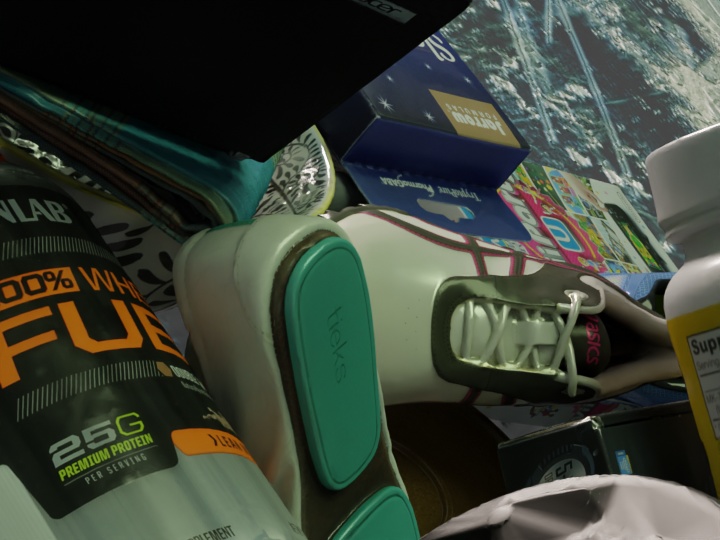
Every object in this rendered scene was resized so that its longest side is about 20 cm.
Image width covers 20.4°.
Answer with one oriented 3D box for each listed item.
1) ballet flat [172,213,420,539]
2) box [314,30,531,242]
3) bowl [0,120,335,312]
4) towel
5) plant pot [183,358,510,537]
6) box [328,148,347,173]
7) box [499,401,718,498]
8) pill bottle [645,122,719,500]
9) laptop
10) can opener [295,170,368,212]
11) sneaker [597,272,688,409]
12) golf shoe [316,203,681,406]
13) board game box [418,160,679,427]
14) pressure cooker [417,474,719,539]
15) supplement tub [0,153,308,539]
[{"bbox_3d":[-0.021,0.072,0.655,0.070,0.069,0.202,-90,172,-65],"label":"ballet flat"},{"bbox_3d":[0.000,-0.097,0.888,0.121,0.032,0.201,6,43,-53],"label":"box"},{"bbox_3d":[-0.117,-0.041,0.776,0.199,0.095,0.201,25,25,-12],"label":"bowl"},{"bbox_3d":[-0.091,-0.077,0.726,0.146,0.022,0.200,31,19,-5],"label":"towel"},{"bbox_3d":[0.002,0.090,0.769,0.199,0.028,0.201,20,33,-14],"label":"plant pot"},{"bbox_3d":[-0.073,-0.109,0.961,0.112,0.101,0.201,20,31,-40],"label":"box"},{"bbox_3d":[0.130,0.153,0.769,0.160,0.043,0.202,2,72,-59],"label":"box"},{"bbox_3d":[0.178,0.041,0.740,0.114,0.114,0.202,-5,78,-58],"label":"pill bottle"},{"bbox_3d":[-0.090,-0.114,0.630,0.176,0.104,0.200,21,22,-28],"label":"laptop"},{"bbox_3d":[0.000,0.000,0.897,0.053,0.066,0.200,49,8,12],"label":"can opener"},{"bbox_3d":[0.163,0.041,0.964,0.199,0.089,0.079,8,83,-48],"label":"sneaker"},{"bbox_3d":[0.046,0.017,0.764,0.088,0.078,0.199,5,2,40],"label":"golf shoe"},{"bbox_3d":[0.101,0.012,1.066,0.199,0.064,0.148,10,39,-47],"label":"board game box"},{"bbox_3d":[0.085,0.182,0.585,0.201,0.175,0.179,59,19,-29],"label":"pressure cooker"},{"bbox_3d":[-0.108,0.053,0.608,0.122,0.123,0.200,2,44,-55],"label":"supplement tub"}]
